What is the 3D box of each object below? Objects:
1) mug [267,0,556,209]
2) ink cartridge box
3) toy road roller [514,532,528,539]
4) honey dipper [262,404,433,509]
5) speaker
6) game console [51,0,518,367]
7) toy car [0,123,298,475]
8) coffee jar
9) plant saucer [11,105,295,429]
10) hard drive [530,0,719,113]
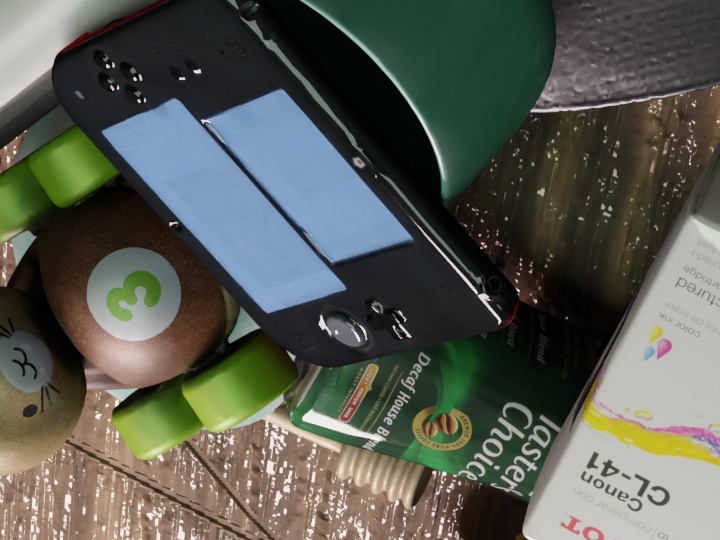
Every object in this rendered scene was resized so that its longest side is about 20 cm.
[{"bbox_3d":[0.005,-0.121,1.177,0.152,0.114,0.185,20,147,38],"label":"mug"},{"bbox_3d":[0.181,0.062,1.226,0.148,0.086,0.200,26,123,3],"label":"ink cartridge box"},{"bbox_3d":[0.084,0.198,1.419,0.200,0.146,0.123,-16,75,31],"label":"toy road roller"},{"bbox_3d":[-0.054,0.074,1.491,0.200,0.038,0.038,25,133,11],"label":"honey dipper"},{"bbox_3d":[-0.174,-0.107,1.291,0.200,0.081,0.081,-34,107,25],"label":"speaker"},{"bbox_3d":[-0.039,-0.038,1.201,0.200,0.031,0.177,48,154,-17],"label":"game console"},{"bbox_3d":[-0.165,0.045,1.311,0.164,0.200,0.158,56,148,-6],"label":"toy car"},{"bbox_3d":[0.070,0.062,1.353,0.200,0.085,0.104,21,122,-11],"label":"coffee jar"},{"bbox_3d":[-0.119,0.005,1.430,0.201,0.039,0.201,19,126,28],"label":"plant saucer"},{"bbox_3d":[0.134,-0.139,1.217,0.200,0.042,0.135,-12,120,33],"label":"hard drive"}]
